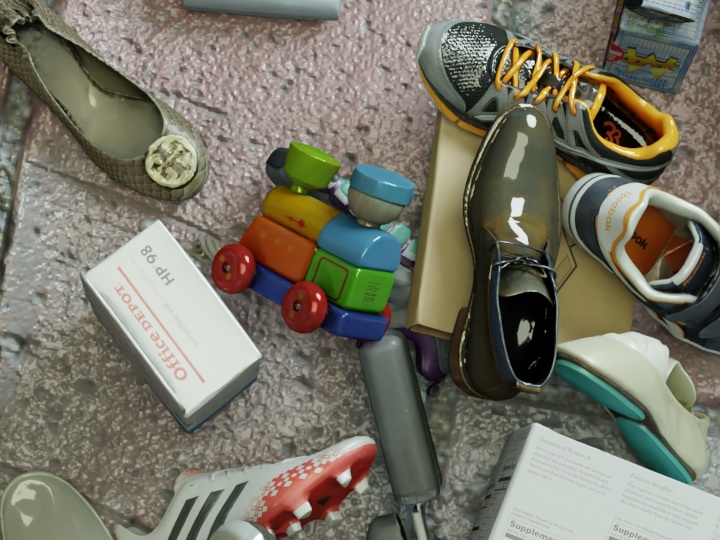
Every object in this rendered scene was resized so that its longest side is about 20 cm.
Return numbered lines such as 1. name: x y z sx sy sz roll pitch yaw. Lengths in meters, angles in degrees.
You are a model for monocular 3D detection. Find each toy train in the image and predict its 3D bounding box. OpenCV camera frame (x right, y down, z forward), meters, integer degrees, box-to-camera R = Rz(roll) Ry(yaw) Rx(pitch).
1. toy train: -0.052 -0.037 1.581 0.200 0.085 0.116 28 101 38

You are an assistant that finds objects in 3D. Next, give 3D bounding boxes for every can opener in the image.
1. can opener: 0.021 0.144 1.603 0.067 0.053 0.201 -13 97 7

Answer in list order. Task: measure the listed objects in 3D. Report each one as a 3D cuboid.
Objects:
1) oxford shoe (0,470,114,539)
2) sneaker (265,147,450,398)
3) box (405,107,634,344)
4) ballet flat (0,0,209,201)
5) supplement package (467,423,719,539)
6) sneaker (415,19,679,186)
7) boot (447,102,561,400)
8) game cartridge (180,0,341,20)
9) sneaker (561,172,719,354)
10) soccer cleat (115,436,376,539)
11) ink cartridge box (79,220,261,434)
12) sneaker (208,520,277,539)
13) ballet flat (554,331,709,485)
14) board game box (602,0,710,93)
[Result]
1. oxford shoe: -0.192 0.230 1.595 0.075 0.058 0.201 -21 83 -3
2. sneaker: 0.000 0.000 1.628 0.200 0.074 0.088 38 87 1
3. box: 0.121 -0.036 1.626 0.163 0.021 0.201 15 72 -18
4. ballet flat: -0.188 -0.124 1.644 0.200 0.046 0.067 44 83 3
5. supplement package: 0.180 0.192 1.570 0.199 0.156 0.111 22 83 0
6. sneaker: 0.132 -0.121 1.599 0.199 0.077 0.079 24 70 -12
7. boot: 0.111 -0.010 1.532 0.074 0.097 0.201 6 92 -18
8. game cartridge: -0.073 -0.283 1.677 0.133 0.042 0.201 4 83 -7
9. sneaker: 0.229 0.005 1.601 0.200 0.079 0.079 30 88 -27
10. soccer cleat: -0.080 0.158 1.589 0.200 0.069 0.085 -36 67 12
11. ink cartridge box: -0.124 0.039 1.550 0.067 0.200 0.116 -37 86 -8
12. sneaker: -0.038 0.218 1.563 0.077 0.200 0.082 26 63 39
13. ballet flat: 0.190 0.079 1.582 0.069 0.200 0.070 -14 57 22
14. board game box: 0.225 -0.225 1.628 0.061 0.200 0.201 13 96 -1
